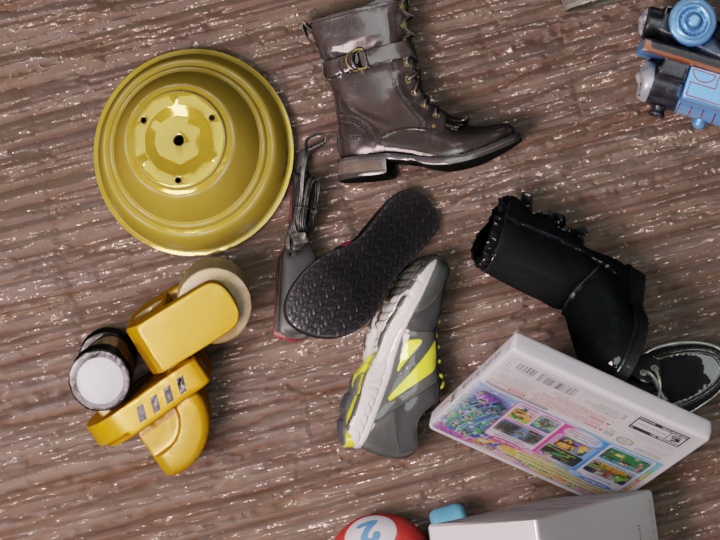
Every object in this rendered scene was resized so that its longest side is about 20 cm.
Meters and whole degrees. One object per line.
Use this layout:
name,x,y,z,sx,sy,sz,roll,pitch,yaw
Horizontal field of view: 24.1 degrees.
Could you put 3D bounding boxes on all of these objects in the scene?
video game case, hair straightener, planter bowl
video game case,0.185,0.139,1.516,0.198,0.182,0.024,24,56,-11
hair straightener,-0.050,-0.034,1.599,0.040,0.077,0.203,10,84,-11
planter bowl,-0.166,-0.118,1.598,0.198,0.083,0.203,0,86,5

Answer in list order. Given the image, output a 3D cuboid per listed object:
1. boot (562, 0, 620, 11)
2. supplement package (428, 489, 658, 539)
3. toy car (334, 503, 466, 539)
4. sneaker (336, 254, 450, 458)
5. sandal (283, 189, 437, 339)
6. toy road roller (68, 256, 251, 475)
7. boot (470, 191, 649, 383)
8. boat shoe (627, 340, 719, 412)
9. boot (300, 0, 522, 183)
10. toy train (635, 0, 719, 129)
boot,0.258,-0.365,1.620,0.180,0.073,0.202,-17,79,14
supplement package,0.169,0.270,1.495,0.119,0.199,0.123,-10,85,39
toy car,0.028,0.310,1.508,0.182,0.200,0.179,-16,85,-1
sneaker,0.046,0.084,1.599,0.084,0.074,0.202,25,86,-16
sandal,0.000,0.000,1.590,0.075,0.045,0.200,50,57,-5
toy road roller,-0.169,0.096,1.574,0.199,0.123,0.147,-34,99,1
boot,0.180,0.017,1.540,0.161,0.199,0.074,29,121,-7
boat shoe,0.253,0.114,1.582,0.197,0.060,0.075,-12,86,5
boot,0.048,-0.181,1.611,0.197,0.069,0.177,-7,86,3
toy train,0.352,-0.185,1.599,0.198,0.087,0.116,17,92,2
